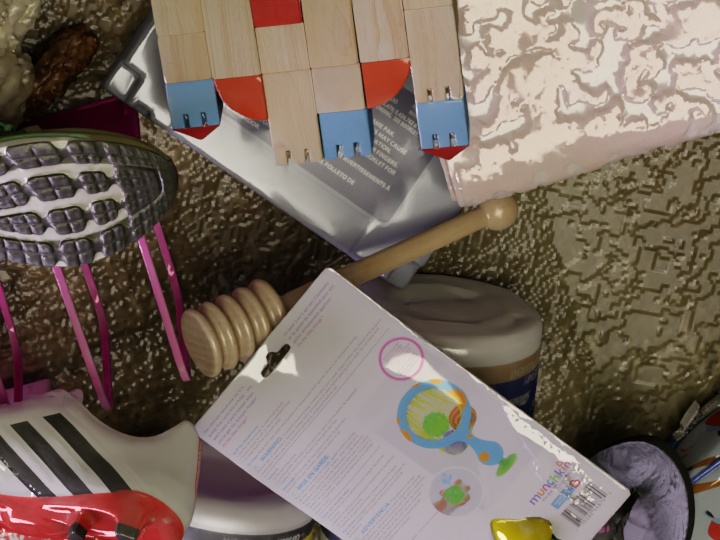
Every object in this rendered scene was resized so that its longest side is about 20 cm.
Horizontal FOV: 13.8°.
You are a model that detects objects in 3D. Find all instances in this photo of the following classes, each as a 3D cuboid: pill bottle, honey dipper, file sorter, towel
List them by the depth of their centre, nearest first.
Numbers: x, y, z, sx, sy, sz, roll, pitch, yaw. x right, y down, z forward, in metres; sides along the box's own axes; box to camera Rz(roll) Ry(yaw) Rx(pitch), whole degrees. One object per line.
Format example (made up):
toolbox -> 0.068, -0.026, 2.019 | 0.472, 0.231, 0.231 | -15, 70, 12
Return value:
towel -> 0.118, -0.149, 1.536 | 0.199, 0.032, 0.192 | -16, 100, 6
honey dipper -> 0.000, 0.000, 1.544 | 0.199, 0.038, 0.038 | -25, 112, -23
file sorter -> -0.196, 0.012, 1.555 | 0.199, 0.139, 0.126 | -16, 114, 0
pill bottle -> 0.036, 0.112, 1.624 | 0.110, 0.111, 0.201 | 3, 109, -7
pill bottle -> -0.094, 0.200, 1.643 | 0.111, 0.112, 0.201 | 8, 109, -8

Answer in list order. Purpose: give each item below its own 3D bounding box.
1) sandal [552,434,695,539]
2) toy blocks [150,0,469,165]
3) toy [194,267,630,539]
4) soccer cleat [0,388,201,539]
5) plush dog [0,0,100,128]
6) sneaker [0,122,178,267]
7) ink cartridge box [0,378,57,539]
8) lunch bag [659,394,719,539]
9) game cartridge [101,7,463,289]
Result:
sandal -> 0.117, 0.174, 1.652 | 0.075, 0.048, 0.201 | 42, 121, 9
toy blocks -> -0.025, -0.118, 1.505 | 0.199, 0.100, 0.137 | -5, 115, 5
toy -> 0.028, 0.093, 1.536 | 0.200, 0.047, 0.115 | 38, 106, -9
soccer cleat -> -0.175, 0.093, 1.486 | 0.199, 0.085, 0.069 | 11, 143, 12
plush dog -> -0.220, -0.126, 1.512 | 0.199, 0.161, 0.172 | -5, 137, -2
sneaker -> -0.186, -0.054, 1.454 | 0.199, 0.089, 0.077 | -2, 129, 7
ink cartridge box -> -0.252, 0.142, 1.589 | 0.199, 0.147, 0.083 | -14, 109, -1
lunch bag -> 0.262, 0.141, 1.677 | 0.160, 0.076, 0.200 | -41, 107, 15
game cartridge -> -0.020, -0.097, 1.574 | 0.200, 0.041, 0.133 | 35, 97, -16
